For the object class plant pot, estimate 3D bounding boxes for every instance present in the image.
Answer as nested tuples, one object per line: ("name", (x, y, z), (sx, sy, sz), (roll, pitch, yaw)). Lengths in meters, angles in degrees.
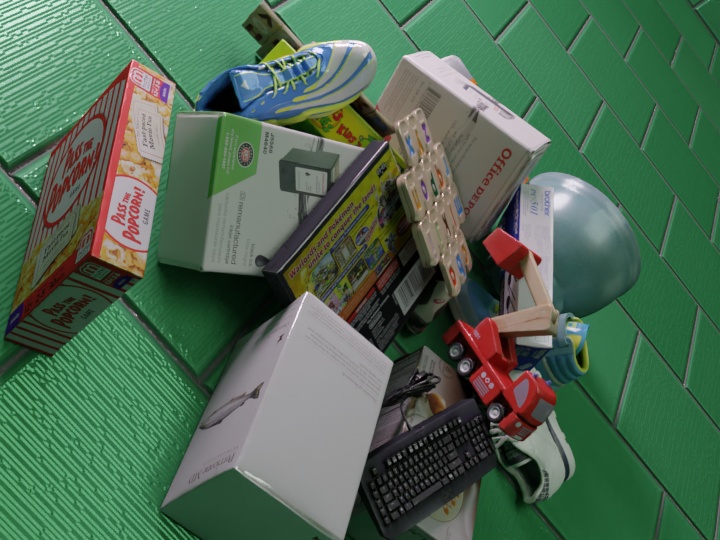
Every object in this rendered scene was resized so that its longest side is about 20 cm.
("plant pot", (0.252, -0.010, 1.213), (0.134, 0.200, 0.201), (-38, 94, -26))

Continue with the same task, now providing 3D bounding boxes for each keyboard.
("keyboard", (0.057, 0.163, 0.872), (0.199, 0.021, 0.128), (-18, 76, -50))

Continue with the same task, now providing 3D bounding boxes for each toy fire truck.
("toy fire truck", (0.163, 0.065, 0.972), (0.049, 0.141, 0.200), (29, 21, -44))

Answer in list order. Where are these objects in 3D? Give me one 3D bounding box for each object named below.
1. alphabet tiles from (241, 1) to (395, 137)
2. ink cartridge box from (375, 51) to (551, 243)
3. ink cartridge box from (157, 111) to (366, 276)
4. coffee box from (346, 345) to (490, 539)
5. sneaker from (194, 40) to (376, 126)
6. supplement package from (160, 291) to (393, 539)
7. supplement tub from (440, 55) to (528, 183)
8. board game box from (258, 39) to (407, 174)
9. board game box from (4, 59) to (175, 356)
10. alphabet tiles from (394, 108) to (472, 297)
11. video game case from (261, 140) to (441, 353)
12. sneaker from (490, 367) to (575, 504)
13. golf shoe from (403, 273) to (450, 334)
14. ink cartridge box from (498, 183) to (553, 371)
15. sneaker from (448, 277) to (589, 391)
("alphabet tiles", (-0.056, -0.222, 1.052), (0.200, 0.167, 0.008), (45, 78, -15))
("ink cartridge box", (0.113, -0.155, 1.129), (0.200, 0.146, 0.085), (40, 31, 12))
("ink cartridge box", (-0.089, -0.067, 0.905), (0.199, 0.084, 0.147), (6, 92, -45))
("coffee box", (0.061, 0.194, 0.932), (0.114, 0.080, 0.201), (41, 41, -19))
("sneaker", (-0.079, -0.184, 0.927), (0.105, 0.199, 0.076), (-65, 135, -79))
("supplement package", (-0.067, 0.142, 0.802), (0.117, 0.117, 0.201), (41, 40, -20))
("supplement tub", (0.135, -0.180, 1.238), (0.201, 0.122, 0.122), (56, 38, -3))
("board game box", (-0.039, -0.167, 1.045), (0.200, 0.102, 0.048), (44, 81, -10))
("board game box", (-0.220, -0.051, 0.745), (0.046, 0.151, 0.201), (27, 46, -32))
("alphabet tiles", (0.080, -0.077, 1.005), (0.200, 0.014, 0.197), (-49, 122, -66))
("video game case", (0.000, 0.000, 0.927), (0.200, 0.025, 0.181), (-52, 133, -31))
("sneaker", (0.184, 0.177, 1.088), (0.080, 0.076, 0.201), (-23, 80, -42))
("golf shoe", (0.093, -0.012, 1.107), (0.077, 0.088, 0.201), (36, 41, -21))
("ink cartridge box", (0.196, 0.009, 1.075), (0.044, 0.094, 0.202), (7, 68, -3))
("sneaker", (0.210, 0.067, 1.141), (0.200, 0.130, 0.080), (48, 40, -11))
